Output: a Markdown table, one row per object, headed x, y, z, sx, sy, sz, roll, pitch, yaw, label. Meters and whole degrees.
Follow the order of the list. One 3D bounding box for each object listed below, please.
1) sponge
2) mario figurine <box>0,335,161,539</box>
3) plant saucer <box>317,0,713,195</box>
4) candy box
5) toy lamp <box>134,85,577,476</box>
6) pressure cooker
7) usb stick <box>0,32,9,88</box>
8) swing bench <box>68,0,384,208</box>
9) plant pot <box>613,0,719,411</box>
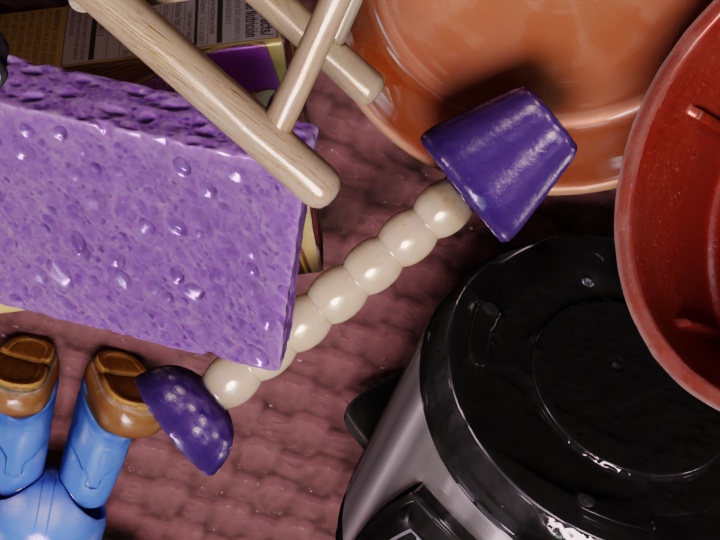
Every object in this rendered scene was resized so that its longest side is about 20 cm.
| x | y | z | sx | sy | sz | roll | pitch | yaw | label |
| --- | --- | --- | --- | --- | --- | --- | --- | --- | --- |
| -0.118 | -0.029 | 0.916 | 0.200 | 0.030 | 0.112 | 13 | 136 | 6 | sponge |
| -0.143 | 0.138 | 1.092 | 0.123 | 0.106 | 0.200 | 25 | 119 | 22 | mario figurine |
| 0.082 | -0.121 | 0.970 | 0.200 | 0.032 | 0.200 | -1 | 125 | -1 | plant saucer |
| -0.121 | -0.046 | 0.998 | 0.200 | 0.056 | 0.117 | -6 | 126 | 3 | candy box |
| 0.000 | 0.000 | 0.978 | 0.200 | 0.058 | 0.058 | -38 | 120 | 2 | toy lamp |
| 0.084 | 0.107 | 1.033 | 0.178 | 0.176 | 0.200 | 10 | 140 | -13 | pressure cooker |
| -0.190 | -0.102 | 0.872 | 0.055 | 0.200 | 0.033 | -24 | 127 | -25 | usb stick |
| -0.067 | -0.135 | 0.827 | 0.200 | 0.199 | 0.130 | 25 | 106 | -2 | swing bench |
| 0.237 | -0.009 | 0.953 | 0.201 | 0.201 | 0.195 | -40 | 139 | 22 | plant pot |
